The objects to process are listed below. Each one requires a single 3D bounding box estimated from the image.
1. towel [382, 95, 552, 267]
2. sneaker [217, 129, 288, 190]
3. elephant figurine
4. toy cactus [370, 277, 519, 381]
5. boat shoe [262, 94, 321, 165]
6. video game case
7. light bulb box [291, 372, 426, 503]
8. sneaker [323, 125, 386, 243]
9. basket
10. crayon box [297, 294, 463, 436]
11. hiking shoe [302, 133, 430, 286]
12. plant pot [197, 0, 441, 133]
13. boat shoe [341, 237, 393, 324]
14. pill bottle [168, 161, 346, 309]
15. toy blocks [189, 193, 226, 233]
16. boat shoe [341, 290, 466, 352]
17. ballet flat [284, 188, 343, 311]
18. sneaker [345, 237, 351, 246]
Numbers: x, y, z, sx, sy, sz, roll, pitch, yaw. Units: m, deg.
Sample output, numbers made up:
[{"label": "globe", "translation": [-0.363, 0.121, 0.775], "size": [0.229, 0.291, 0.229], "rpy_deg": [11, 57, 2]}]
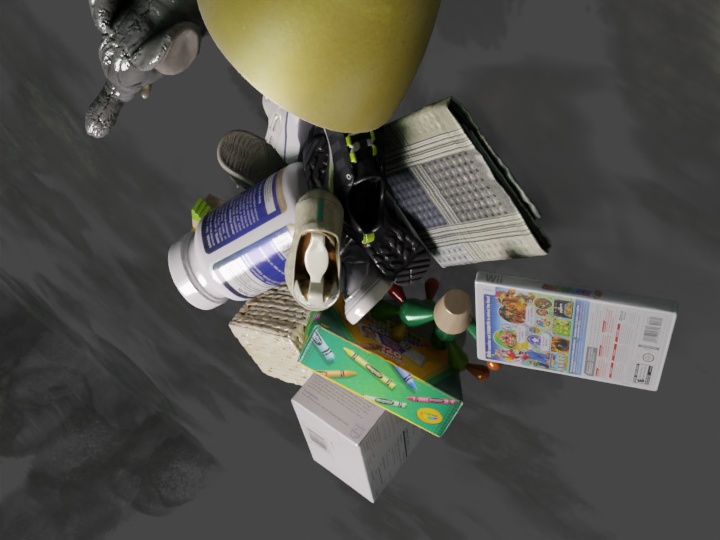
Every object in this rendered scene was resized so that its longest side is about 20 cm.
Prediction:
[{"label": "towel", "translation": [0.097, -0.087, 0.941], "size": [0.194, 0.035, 0.199], "rpy_deg": [53, 155, -17]}, {"label": "sneaker", "translation": [-0.091, -0.107, 1.147], "size": [0.198, 0.075, 0.106], "rpy_deg": [35, 174, -2]}, {"label": "elephant figurine", "translation": [-0.216, -0.248, 0.923], "size": [0.140, 0.201, 0.157], "rpy_deg": [18, 147, 40]}, {"label": "toy cactus", "translation": [0.112, 0.055, 1.050], "size": [0.197, 0.104, 0.165], "rpy_deg": [26, 163, 8]}, {"label": "boat shoe", "translation": [-0.075, -0.184, 0.986], "size": [0.065, 0.073, 0.200], "rpy_deg": [34, 163, 4]}, {"label": "video game case", "translation": [0.218, 0.064, 0.928], "size": [0.196, 0.018, 0.144], "rpy_deg": [9, 144, 16]}, {"label": "light bulb box", "translation": [0.022, 0.186, 1.275], "size": [0.124, 0.200, 0.200], "rpy_deg": [29, 153, 26]}, {"label": "sneaker", "translation": [0.004, -0.124, 0.899], "size": [0.083, 0.070, 0.203], "rpy_deg": [-129, 27, -52]}, {"label": "basket", "translation": [-0.094, 0.096, 1.392], "size": [0.198, 0.124, 0.137], "rpy_deg": [8, 138, 52]}, {"label": "crayon box", "translation": [0.025, 0.109, 1.085], "size": [0.197, 0.059, 0.119], "rpy_deg": [28, -161, -8]}, {"label": "hiking shoe", "translation": [-0.001, -0.070, 1.030], "size": [0.201, 0.075, 0.101], "rpy_deg": [53, -179, -11]}, {"label": "plant pot", "translation": [-0.010, -0.234, 0.700], "size": [0.200, 0.201, 0.142], "rpy_deg": [43, 130, -4]}, {"label": "boat shoe", "translation": [0.000, 0.000, 1.075], "size": [0.068, 0.200, 0.072], "rpy_deg": [44, 111, -8]}, {"label": "pill bottle", "translation": [-0.124, -0.035, 1.052], "size": [0.197, 0.117, 0.116], "rpy_deg": [-25, 118, 24]}, {"label": "toy blocks", "translation": [-0.188, -0.031, 1.382], "size": [0.135, 0.101, 0.201], "rpy_deg": [26, 152, 5]}, {"label": "boat shoe", "translation": [0.042, 0.064, 1.177], "size": [0.196, 0.072, 0.072], "rpy_deg": [13, -178, -2]}, {"label": "ballet flat", "translation": [-0.051, -0.002, 0.957], "size": [0.066, 0.063, 0.202], "rpy_deg": [1, 142, -1]}, {"label": "sneaker", "translation": [-0.045, 0.024, 1.241], "size": [0.075, 0.076, 0.203], "rpy_deg": [2, 134, 7]}]
